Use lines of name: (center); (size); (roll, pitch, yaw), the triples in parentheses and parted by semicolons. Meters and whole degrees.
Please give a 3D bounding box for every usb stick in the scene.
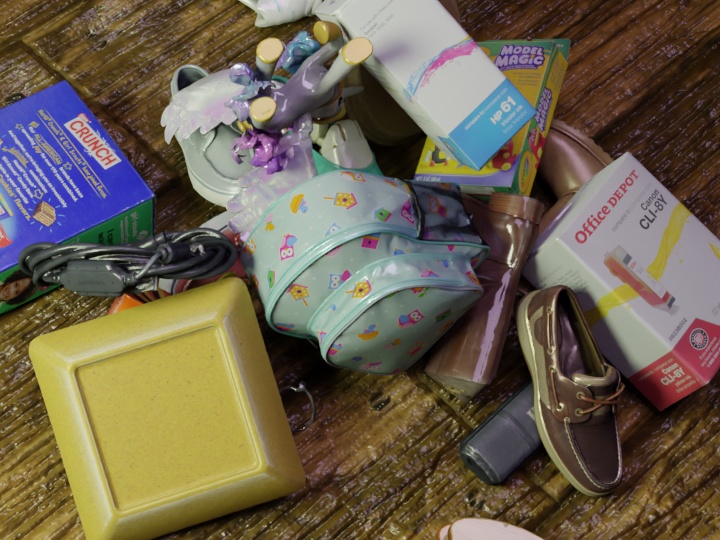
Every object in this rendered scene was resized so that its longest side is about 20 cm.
usb stick: (0.171, 0.128, 1.637); (0.055, 0.033, 0.200); (44, 60, 12)

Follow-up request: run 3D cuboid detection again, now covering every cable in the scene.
cable: (-0.209, -0.014, 1.553); (0.200, 0.051, 0.163); (-1, 11, 38)

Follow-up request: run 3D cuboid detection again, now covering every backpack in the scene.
backpack: (0.000, 0.000, 1.577); (0.200, 0.176, 0.154); (15, 44, -37)

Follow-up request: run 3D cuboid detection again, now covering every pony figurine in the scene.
pony figurine: (-0.075, -0.146, 1.600); (0.193, 0.200, 0.167); (-33, 81, -9)

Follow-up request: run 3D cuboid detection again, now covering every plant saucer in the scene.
plant saucer: (-0.167, 0.126, 1.505); (0.200, 0.048, 0.200); (-17, 90, -6)

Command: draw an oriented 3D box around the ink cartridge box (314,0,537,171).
ink cartridge box: (0.059, -0.200, 1.643); (0.085, 0.145, 0.200); (-45, 104, 0)

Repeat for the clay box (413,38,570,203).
clay box: (0.136, -0.162, 1.766); (0.115, 0.048, 0.200); (3, 64, 31)

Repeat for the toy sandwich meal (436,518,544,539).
toy sandwich meal: (0.109, 0.310, 1.474); (0.205, 0.070, 0.205); (4, 56, -6)

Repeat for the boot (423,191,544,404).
boot: (0.091, 0.024, 1.672); (0.064, 0.186, 0.200); (19, 83, -26)

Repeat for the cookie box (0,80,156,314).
cookie box: (-0.324, -0.067, 1.669); (0.200, 0.075, 0.171); (-28, 64, -24)

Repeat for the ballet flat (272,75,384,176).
ballet flat: (-0.038, -0.133, 1.738); (0.067, 0.070, 0.200); (-25, 53, -40)

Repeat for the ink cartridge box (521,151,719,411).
ink cartridge box: (0.272, 0.009, 1.663); (0.200, 0.083, 0.145); (44, 57, -2)

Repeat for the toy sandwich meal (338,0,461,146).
toy sandwich meal: (0.032, -0.228, 1.789); (0.070, 0.205, 0.205); (15, 49, 41)

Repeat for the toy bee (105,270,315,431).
toy bee: (-0.137, 0.074, 1.595); (0.131, 0.109, 0.200); (-37, 99, 13)

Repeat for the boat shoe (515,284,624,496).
boat shoe: (0.203, 0.109, 1.596); (0.072, 0.072, 0.200); (-11, 83, -28)

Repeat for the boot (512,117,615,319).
boot: (0.186, -0.048, 1.739); (0.175, 0.066, 0.200); (33, 59, 14)

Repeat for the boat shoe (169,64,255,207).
boat shoe: (-0.147, -0.137, 1.713); (0.070, 0.072, 0.201); (-17, 41, -15)

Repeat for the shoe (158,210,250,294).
shoe: (-0.093, -0.014, 1.670); (0.091, 0.072, 0.200); (39, 55, 24)

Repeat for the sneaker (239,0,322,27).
sneaker: (-0.122, -0.347, 1.891); (0.080, 0.070, 0.200); (-26, 64, -20)
